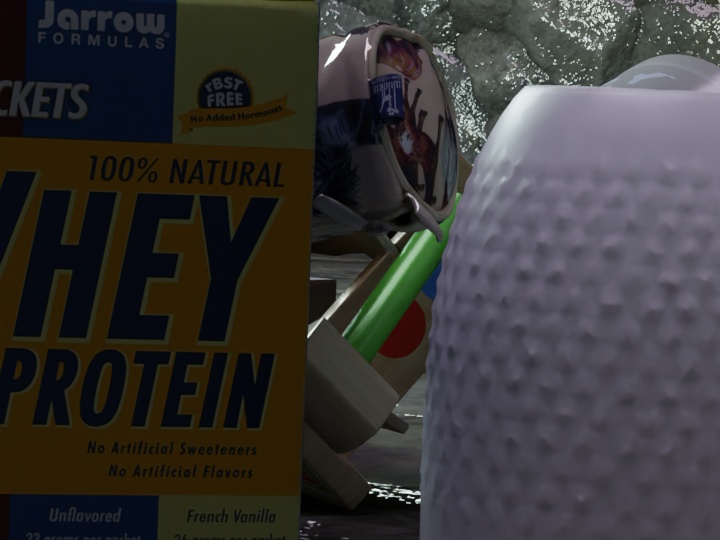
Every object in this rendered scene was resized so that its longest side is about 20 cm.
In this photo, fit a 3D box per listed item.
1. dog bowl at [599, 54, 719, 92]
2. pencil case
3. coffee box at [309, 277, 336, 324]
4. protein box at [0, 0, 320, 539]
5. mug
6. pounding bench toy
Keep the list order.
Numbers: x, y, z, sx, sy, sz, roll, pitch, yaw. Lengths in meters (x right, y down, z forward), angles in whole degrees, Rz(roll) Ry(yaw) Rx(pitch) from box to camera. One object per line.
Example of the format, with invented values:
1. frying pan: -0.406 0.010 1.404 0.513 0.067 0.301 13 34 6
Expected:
1. dog bowl: 0.128 0.011 1.096 0.058 0.201 0.200 -15 11 -25
2. pencil case: -0.062 -0.032 0.985 0.199 0.078 0.090 -16 42 17
3. coffee box: -0.123 0.039 1.325 0.199 0.080 0.113 4 3 33
4. protein box: -0.100 0.008 0.833 0.134 0.200 0.200 2 3 -12
5. mug: 0.117 0.027 0.878 0.199 0.177 0.147 5 4 35
6. pounding bench toy: 0.000 0.000 1.074 0.124 0.156 0.200 49 -15 -20
